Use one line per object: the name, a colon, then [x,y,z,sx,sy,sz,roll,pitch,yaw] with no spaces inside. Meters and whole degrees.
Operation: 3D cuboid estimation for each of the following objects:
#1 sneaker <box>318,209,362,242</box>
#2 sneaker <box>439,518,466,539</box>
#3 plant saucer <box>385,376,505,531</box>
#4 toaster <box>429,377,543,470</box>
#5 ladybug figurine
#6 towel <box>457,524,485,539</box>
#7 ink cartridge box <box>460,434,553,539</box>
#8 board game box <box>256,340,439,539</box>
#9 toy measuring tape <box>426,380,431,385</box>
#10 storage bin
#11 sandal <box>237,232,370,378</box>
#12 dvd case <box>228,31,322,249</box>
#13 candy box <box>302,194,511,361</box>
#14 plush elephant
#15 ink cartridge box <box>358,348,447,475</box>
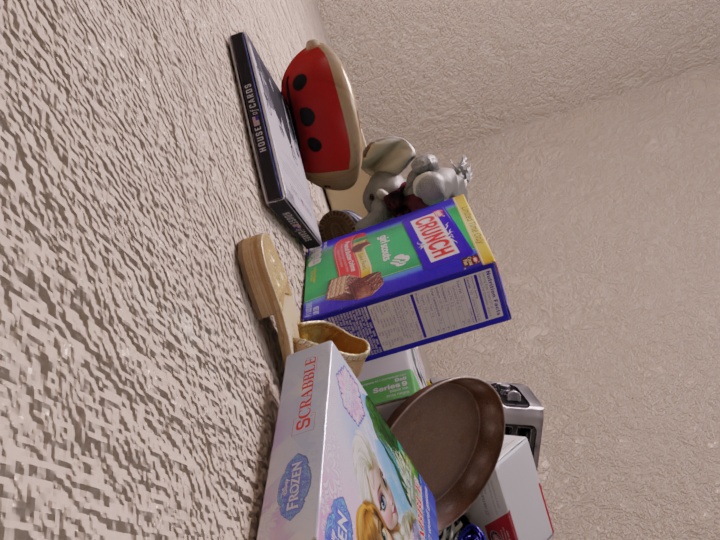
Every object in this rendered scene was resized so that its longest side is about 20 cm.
sneaker: [0.000,0.000,0.919,0.109,0.070,0.200,-65,135,-78]
sneaker: [0.108,0.341,0.823,0.071,0.080,0.200,-44,127,-36]
plant saucer: [0.082,0.207,0.695,0.034,0.200,0.201,27,-35,50]
toaster: [0.199,0.290,1.048,0.119,0.180,0.201,-114,-150,-83]
ladybug figurine: [-0.056,-0.196,0.810,0.136,0.072,0.201,29,-45,54]
towel: [0.142,0.435,0.784,0.148,0.049,0.200,-52,138,-30]
ink cartridge box: [0.155,0.314,0.884,0.083,0.200,0.146,-22,96,-39]
board game box: [0.004,0.185,0.414,0.200,0.041,0.200,60,16,-30]
toy measuring tape: [0.087,0.204,0.969,0.200,0.074,0.074,40,-14,34]
storage bin: [-0.013,-0.164,1.128,0.199,0.093,0.201,-74,146,-78]
sandal: [-0.029,0.064,0.500,0.078,0.069,0.212,-89,162,-69]
dvd case: [-0.092,-0.138,0.686,0.150,0.025,0.201,55,19,-71]
candy box: [0.043,0.009,0.673,0.169,0.199,0.077,-96,167,-62]
plush elephant: [0.062,-0.090,0.839,0.200,0.154,0.165,-66,147,-48]
ink cartridge box: [0.041,0.154,0.802,0.200,0.084,0.146,-96,167,-58]
